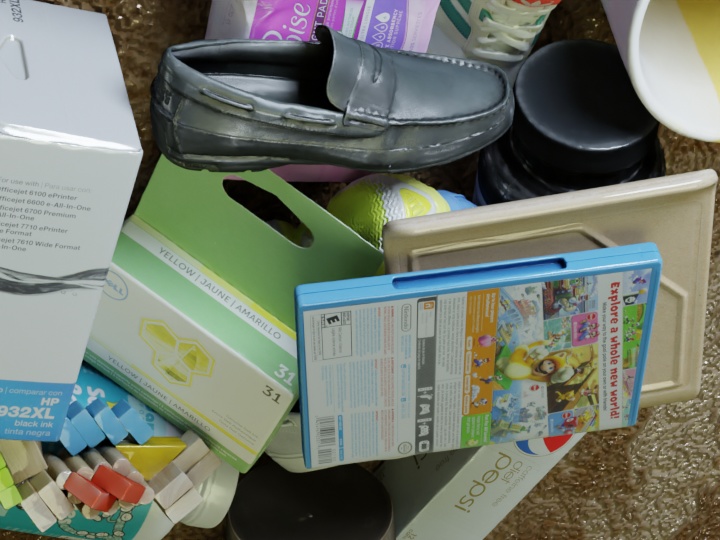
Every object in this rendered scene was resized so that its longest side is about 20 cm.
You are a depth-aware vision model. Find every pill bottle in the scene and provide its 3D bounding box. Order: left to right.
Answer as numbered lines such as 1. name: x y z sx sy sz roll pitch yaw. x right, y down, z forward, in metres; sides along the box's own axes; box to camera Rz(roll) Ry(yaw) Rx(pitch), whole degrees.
1. pill bottle: -0.179 0.113 1.115 0.198 0.111 0.111 13 122 -26
2. pill bottle: 0.122 -0.038 1.062 0.111 0.113 0.201 -9 144 -11

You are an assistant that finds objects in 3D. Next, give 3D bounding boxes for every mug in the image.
1. mug: 0.199 -0.163 0.989 0.148 0.154 0.187 -28 131 5

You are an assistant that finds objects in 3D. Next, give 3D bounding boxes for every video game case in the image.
1. video game case: 0.064 0.050 0.989 0.198 0.018 0.144 -7 137 -6

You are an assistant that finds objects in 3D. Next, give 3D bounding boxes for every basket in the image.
1. basket: -0.035 0.239 1.223 0.135 0.181 0.202 -13 126 -20

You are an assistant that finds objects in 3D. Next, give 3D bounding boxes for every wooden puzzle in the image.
1. wooden puzzle: 0.107 0.021 1.009 0.183 0.037 0.201 -9 138 -3

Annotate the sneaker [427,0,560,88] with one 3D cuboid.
1. sneaker: 0.078 -0.157 0.994 0.070 0.094 0.201 -1 127 -16

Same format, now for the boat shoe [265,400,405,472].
1. boat shoe: 0.000 0.075 1.137 0.199 0.072 0.068 -14 133 44

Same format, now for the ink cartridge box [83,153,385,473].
1. ink cartridge box: -0.086 0.019 1.028 0.145 0.048 0.200 36 141 2

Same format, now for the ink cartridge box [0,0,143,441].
1. ink cartridge box: -0.191 -0.029 0.976 0.083 0.146 0.201 7 125 -23

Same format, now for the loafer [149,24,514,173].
1. loafer: -0.011 -0.093 0.933 0.198 0.069 0.071 -3 138 -13

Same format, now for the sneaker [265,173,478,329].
1. sneaker: 0.000 0.000 1.074 0.104 0.077 0.199 3 164 -36

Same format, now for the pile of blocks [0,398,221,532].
1. pile of blocks: -0.172 0.111 1.020 0.198 0.062 0.083 -4 101 -23

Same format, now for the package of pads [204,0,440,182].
1. package of pads: -0.023 -0.141 0.986 0.119 0.076 0.201 -1 128 -22

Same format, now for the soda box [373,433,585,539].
1. soda box: 0.099 0.109 1.226 0.063 0.068 0.200 26 116 -32
